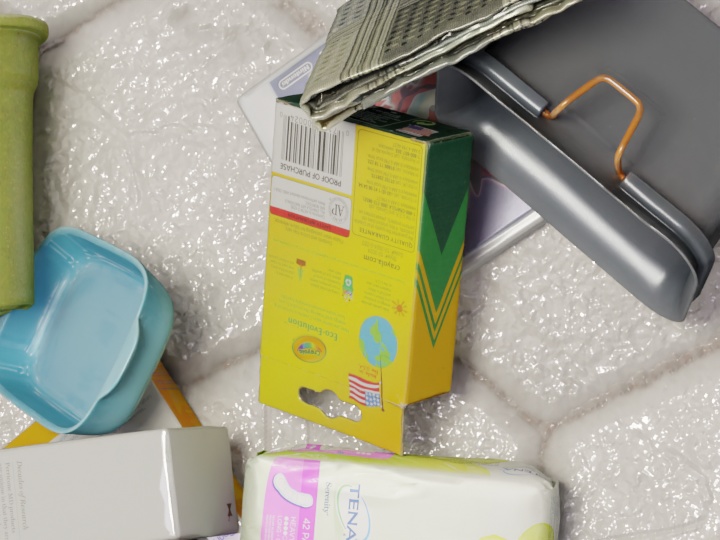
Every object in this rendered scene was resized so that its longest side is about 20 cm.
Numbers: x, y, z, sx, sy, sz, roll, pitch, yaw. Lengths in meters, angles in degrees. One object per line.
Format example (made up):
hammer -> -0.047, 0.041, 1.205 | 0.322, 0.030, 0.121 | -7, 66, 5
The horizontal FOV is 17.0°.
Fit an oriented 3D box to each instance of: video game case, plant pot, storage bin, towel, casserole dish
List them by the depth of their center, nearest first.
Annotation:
storage bin -> 0.161, -0.095, 1.430 | 0.200, 0.146, 0.134 | 40, 77, 12
towel -> 0.059, -0.155, 1.433 | 0.191, 0.200, 0.035 | -23, 108, 17
video game case -> 0.042, -0.088, 1.541 | 0.199, 0.023, 0.183 | -34, 77, 15
casserole dish -> -0.179, 0.042, 1.560 | 0.200, 0.039, 0.122 | 23, 87, 59
plant pot -> -0.289, -0.056, 1.571 | 0.199, 0.200, 0.186 | -10, 88, 19

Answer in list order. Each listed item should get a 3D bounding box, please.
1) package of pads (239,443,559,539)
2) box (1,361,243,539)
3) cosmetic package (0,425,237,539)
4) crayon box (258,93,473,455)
package of pads -> 0.022, 0.189, 1.497 | 0.198, 0.068, 0.156 | 5, 90, 7
box -> -0.136, 0.164, 1.586 | 0.119, 0.041, 0.201 | -37, 79, 14
cosmetic package -> -0.189, 0.145, 1.532 | 0.198, 0.101, 0.072 | -8, 84, 18
crayon box -> 0.000, 0.000, 1.499 | 0.126, 0.051, 0.202 | 19, 111, 37
